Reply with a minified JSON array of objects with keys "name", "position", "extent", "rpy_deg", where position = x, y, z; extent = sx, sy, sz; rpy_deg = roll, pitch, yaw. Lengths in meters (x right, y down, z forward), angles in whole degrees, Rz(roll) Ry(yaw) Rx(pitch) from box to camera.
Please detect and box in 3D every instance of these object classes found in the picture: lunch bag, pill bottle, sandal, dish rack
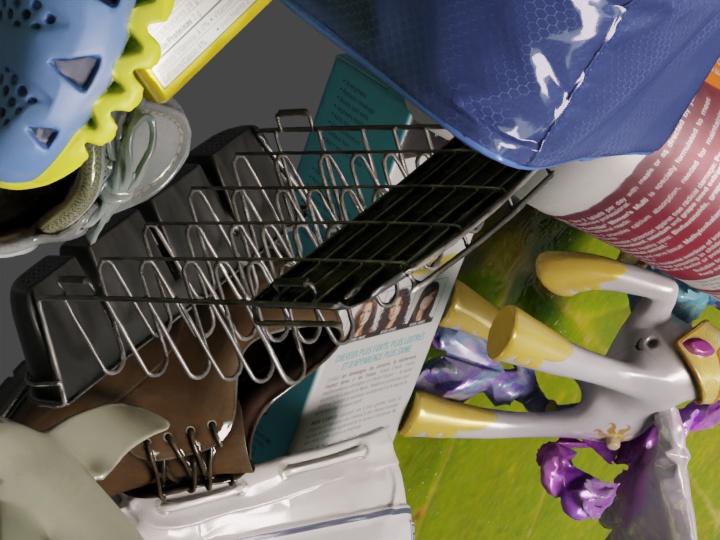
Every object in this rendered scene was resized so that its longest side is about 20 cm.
[{"name":"lunch bag","position":[0.071,-0.126,0.902],"extent":[0.132,0.136,0.200],"rpy_deg":[-57,163,19]},{"name":"pill bottle","position":[0.123,-0.061,1.081],"extent":[0.200,0.110,0.110],"rpy_deg":[25,100,-29]},{"name":"sandal","position":[-0.097,-0.125,0.834],"extent":[0.087,0.079,0.200],"rpy_deg":[16,88,-32]},{"name":"dish rack","position":[-0.024,-0.008,0.963],"extent":[0.153,0.200,0.055],"rpy_deg":[-41,119,-39]}]

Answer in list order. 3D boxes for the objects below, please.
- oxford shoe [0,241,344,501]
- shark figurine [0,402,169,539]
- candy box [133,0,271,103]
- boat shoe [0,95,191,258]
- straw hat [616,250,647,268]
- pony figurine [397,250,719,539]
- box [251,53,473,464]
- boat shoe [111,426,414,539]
[{"name":"oxford shoe","position":[-0.088,0.061,1.051],"extent":[0.200,0.084,0.073],"rpy_deg":[-40,152,-20]},{"name":"shark figurine","position":[-0.107,0.135,0.979],"extent":[0.128,0.215,0.090],"rpy_deg":[-13,150,-44]},{"name":"candy box","position":[-0.031,-0.162,0.927],"extent":[0.200,0.026,0.102],"rpy_deg":[-45,124,-16]},{"name":"boat shoe","position":[-0.123,-0.033,0.918],"extent":[0.202,0.065,0.075],"rpy_deg":[-6,126,-58]},{"name":"straw hat","position":[0.162,-0.083,1.264],"extent":[0.201,0.085,0.201],"rpy_deg":[-38,166,-11]},{"name":"pony figurine","position":[0.124,0.061,1.217],"extent":[0.200,0.167,0.193],"rpy_deg":[13,152,-19]},{"name":"box","position":[0.000,0.000,1.149],"extent":[0.082,0.049,0.200],"rpy_deg":[-13,131,-50]},{"name":"boat shoe","position":[-0.077,0.104,1.105],"extent":[0.200,0.065,0.074],"rpy_deg":[-6,171,-22]}]
